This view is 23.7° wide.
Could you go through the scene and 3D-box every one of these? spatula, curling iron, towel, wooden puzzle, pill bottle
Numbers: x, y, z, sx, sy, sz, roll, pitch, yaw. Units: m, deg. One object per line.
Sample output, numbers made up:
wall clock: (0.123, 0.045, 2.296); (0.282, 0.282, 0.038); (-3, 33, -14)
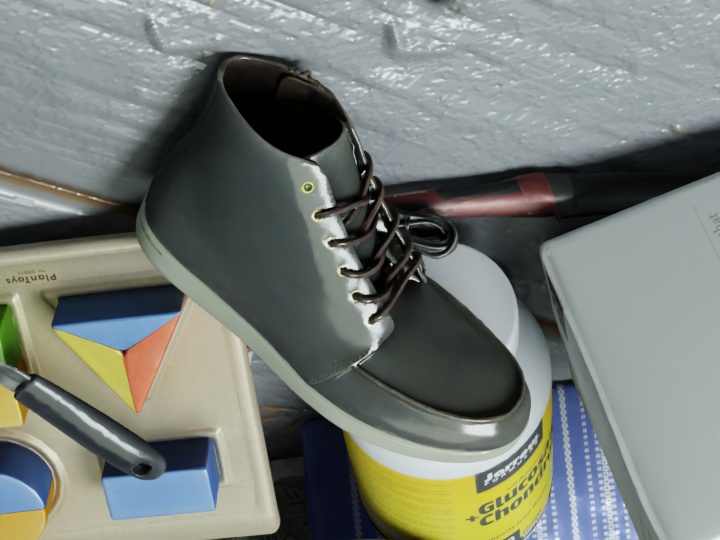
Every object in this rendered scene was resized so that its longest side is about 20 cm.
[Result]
spatula: (-0.164, 0.048, 0.773); (0.056, 0.021, 0.199); (-39, 127, 25)
curling iron: (0.089, -0.026, 0.813); (0.198, 0.050, 0.026); (-9, 153, -13)
towel: (0.068, 0.147, 1.015); (0.198, 0.146, 0.024); (-7, -178, -4)
wooden puzzle: (-0.143, 0.074, 0.840); (0.183, 0.046, 0.201); (-6, 125, 4)
pill bottle: (0.044, 0.071, 0.892); (0.111, 0.113, 0.200); (-10, 149, 1)

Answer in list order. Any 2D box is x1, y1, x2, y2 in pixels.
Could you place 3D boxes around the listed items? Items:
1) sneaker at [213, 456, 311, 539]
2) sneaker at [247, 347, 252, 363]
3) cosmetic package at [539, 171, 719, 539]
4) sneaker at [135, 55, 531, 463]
sneaker: (-0.067, 0.168, 1.079); (0.198, 0.079, 0.099); (-19, 171, 6)
sneaker: (-0.125, 0.093, 0.922); (0.080, 0.075, 0.200); (18, 139, -36)
cosmetic package: (0.210, 0.051, 0.818); (0.199, 0.166, 0.165); (-22, 152, 3)
sneaker: (0.000, 0.000, 0.732); (0.199, 0.075, 0.106); (33, 137, 0)
